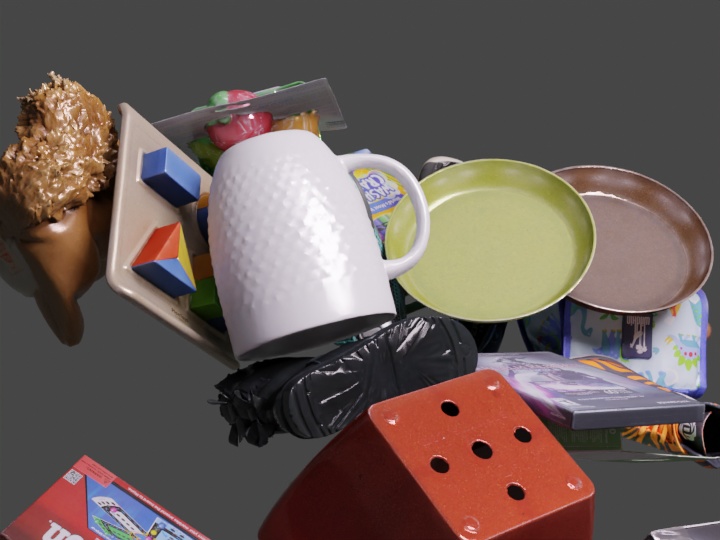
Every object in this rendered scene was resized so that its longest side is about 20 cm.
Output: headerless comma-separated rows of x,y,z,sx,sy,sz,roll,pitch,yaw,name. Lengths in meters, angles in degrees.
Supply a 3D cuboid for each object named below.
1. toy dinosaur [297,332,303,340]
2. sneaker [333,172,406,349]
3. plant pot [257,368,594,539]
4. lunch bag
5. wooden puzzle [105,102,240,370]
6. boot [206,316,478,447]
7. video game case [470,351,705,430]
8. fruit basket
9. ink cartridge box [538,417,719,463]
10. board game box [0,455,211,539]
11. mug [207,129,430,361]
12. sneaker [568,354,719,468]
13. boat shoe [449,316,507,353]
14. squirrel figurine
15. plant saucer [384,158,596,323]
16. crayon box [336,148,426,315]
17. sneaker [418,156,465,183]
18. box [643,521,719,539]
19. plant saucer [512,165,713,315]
-0.088,-0.018,1.205,0.076,0.103,0.201,8,39,-14,toy dinosaur
0.000,0.000,1.193,0.077,0.202,0.091,-11,3,25,sneaker
0.066,0.194,0.964,0.199,0.177,0.200,-13,48,-35,plant pot
0.257,0.042,1.281,0.168,0.128,0.201,3,56,-18,lunch bag
-0.153,-0.032,1.115,0.185,0.046,0.202,41,36,-51,wooden puzzle
-0.019,0.094,1.053,0.197,0.162,0.074,-20,94,-27,boot
0.169,0.099,1.050,0.142,0.019,0.200,1,9,-31,video game case
-0.113,-0.153,1.259,0.184,0.200,0.095,-14,77,4,fruit basket
0.196,0.147,1.109,0.198,0.145,0.048,3,79,-19,ink cartridge box
-0.166,0.228,0.947,0.199,0.020,0.103,31,41,12,board game box
-0.036,-0.032,1.089,0.198,0.148,0.177,-15,81,-4,mug
0.275,0.131,1.161,0.198,0.078,0.112,15,-3,-17,sneaker
0.133,0.006,1.237,0.083,0.069,0.202,5,68,2,boat shoe
-0.253,-0.073,1.120,0.141,0.201,0.187,29,47,19,squirrel figurine
0.123,-0.024,1.174,0.198,0.031,0.201,-4,51,5,plant saucer
0.016,-0.043,1.323,0.125,0.052,0.200,-19,53,-39,crayon box
0.116,-0.073,1.353,0.199,0.071,0.093,23,2,-41,sneaker
0.247,0.262,0.945,0.156,0.201,0.050,-2,49,-25,box
0.246,-0.026,1.222,0.198,0.032,0.201,4,48,-4,plant saucer
